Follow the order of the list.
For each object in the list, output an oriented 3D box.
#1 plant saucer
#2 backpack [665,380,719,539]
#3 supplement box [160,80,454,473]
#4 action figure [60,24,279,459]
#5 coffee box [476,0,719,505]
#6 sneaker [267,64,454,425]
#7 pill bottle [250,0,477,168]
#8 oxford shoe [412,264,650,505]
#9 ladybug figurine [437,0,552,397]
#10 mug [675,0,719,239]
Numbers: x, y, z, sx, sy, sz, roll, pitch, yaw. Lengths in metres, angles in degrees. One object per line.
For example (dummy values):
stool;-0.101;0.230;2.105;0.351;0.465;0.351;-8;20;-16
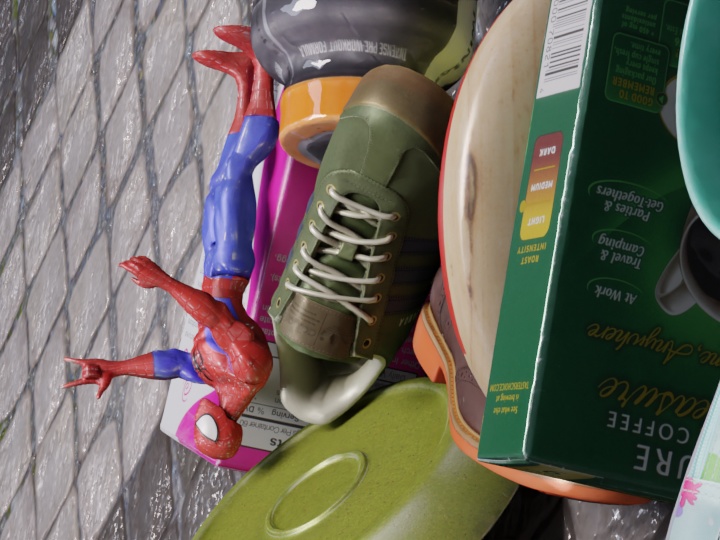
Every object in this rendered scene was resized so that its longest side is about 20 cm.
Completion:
plant saucer;-0.012;0.109;1.285;0.199;0.031;0.200;-32;20;13
backpack;0.186;0.044;0.768;0.150;0.177;0.201;29;102;63
supplement box;-0.020;0.002;1.434;0.101;0.103;0.202;-158;83;-68
action figure;-0.087;-0.012;1.346;0.065;0.098;0.202;140;131;-70
coffee box;0.116;-0.015;1.059;0.044;0.122;0.202;-9;71;63
sneaker;0.000;0.000;1.278;0.090;0.067;0.201;-59;-10;-29
pill bottle;0.004;-0.148;1.334;0.106;0.105;0.202;147;131;-62
oxford shoe;0.072;0.035;1.200;0.200;0.071;0.073;-130;49;-59
ladybug figurine;0.085;-0.024;1.112;0.072;0.135;0.202;-2;84;62
mug;0.181;-0.057;0.924;0.152;0.114;0.186;-105;34;-51
